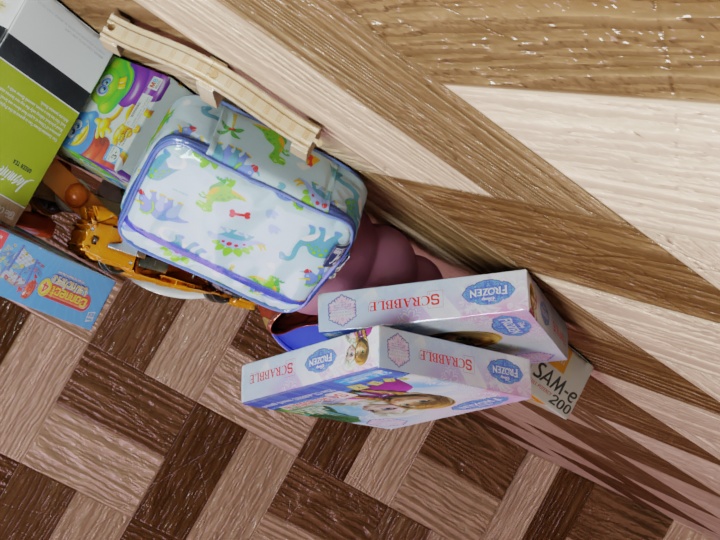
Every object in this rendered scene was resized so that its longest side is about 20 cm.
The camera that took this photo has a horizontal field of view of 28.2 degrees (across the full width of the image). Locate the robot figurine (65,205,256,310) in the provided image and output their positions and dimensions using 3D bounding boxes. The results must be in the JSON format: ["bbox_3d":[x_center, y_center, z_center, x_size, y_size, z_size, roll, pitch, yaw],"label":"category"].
[{"bbox_3d":[-0.177,-0.010,1.385,0.199,0.058,0.145,16,176,-20],"label":"robot figurine"}]

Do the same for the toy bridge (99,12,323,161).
[{"bbox_3d":[-0.117,-0.149,1.145,0.200,0.027,0.067,29,173,1],"label":"toy bridge"}]

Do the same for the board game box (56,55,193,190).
[{"bbox_3d":[-0.241,-0.146,1.401,0.200,0.105,0.103,24,172,40],"label":"board game box"}]

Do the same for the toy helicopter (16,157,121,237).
[{"bbox_3d":[-0.264,-0.066,1.454,0.199,0.079,0.132,15,171,-4],"label":"toy helicopter"}]

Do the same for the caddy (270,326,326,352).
[{"bbox_3d":[-0.023,0.052,1.855,0.200,0.142,0.105,29,-155,2],"label":"caddy"}]

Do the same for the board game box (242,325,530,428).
[{"bbox_3d":[0.024,0.107,1.376,0.199,0.041,0.200,14,158,-39],"label":"board game box"}]

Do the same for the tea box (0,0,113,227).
[{"bbox_3d":[-0.373,-0.178,1.315,0.200,0.197,0.134,27,174,30],"label":"tea box"}]

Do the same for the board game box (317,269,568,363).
[{"bbox_3d":[0.085,0.055,1.381,0.199,0.041,0.200,-7,162,18],"label":"board game box"}]

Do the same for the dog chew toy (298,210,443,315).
[{"bbox_3d":[0.000,0.000,1.455,0.200,0.125,0.124,23,178,-26],"label":"dog chew toy"}]

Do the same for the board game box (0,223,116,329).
[{"bbox_3d":[-0.365,-0.027,1.356,0.195,0.056,0.200,26,177,29],"label":"board game box"}]

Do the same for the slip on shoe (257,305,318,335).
[{"bbox_3d":[-0.022,0.029,1.629,0.199,0.061,0.074,-14,149,10],"label":"slip on shoe"}]

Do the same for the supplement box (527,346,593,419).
[{"bbox_3d":[0.150,0.086,1.646,0.200,0.074,0.126,24,173,40],"label":"supplement box"}]

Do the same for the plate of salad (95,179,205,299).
[{"bbox_3d":[-0.185,-0.061,1.536,0.200,0.200,0.048,29,146,4],"label":"plate of salad"}]

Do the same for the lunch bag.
[{"bbox_3d":[-0.106,-0.052,1.276,0.200,0.083,0.161,27,136,-14],"label":"lunch bag"}]
